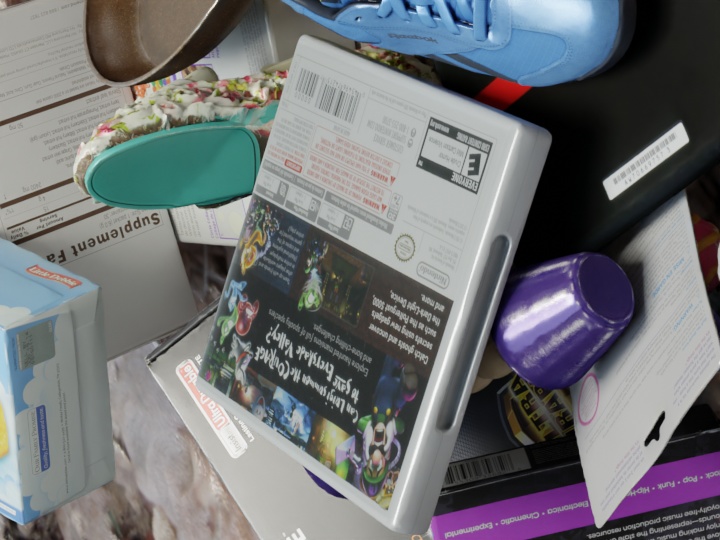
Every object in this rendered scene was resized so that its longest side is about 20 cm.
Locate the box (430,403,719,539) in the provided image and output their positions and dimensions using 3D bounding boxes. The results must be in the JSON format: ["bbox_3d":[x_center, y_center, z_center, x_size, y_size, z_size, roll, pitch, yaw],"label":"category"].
[{"bbox_3d":[0.115,0.172,1.139,0.036,0.142,0.202,-106,4,-70],"label":"box"}]

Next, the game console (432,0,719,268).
[{"bbox_3d":[0.103,-0.111,1.027,0.200,0.031,0.178,-40,66,47],"label":"game console"}]

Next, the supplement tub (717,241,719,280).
[{"bbox_3d":[0.223,0.070,0.954,0.144,0.144,0.202,11,116,49],"label":"supplement tub"}]

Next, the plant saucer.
[{"bbox_3d":[-0.080,-0.183,1.237,0.200,0.032,0.202,-37,41,41],"label":"plant saucer"}]

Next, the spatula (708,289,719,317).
[{"bbox_3d":[0.154,0.010,1.114,0.200,0.020,0.057,39,120,30],"label":"spatula"}]

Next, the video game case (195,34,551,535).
[{"bbox_3d":[0.000,0.000,1.092,0.200,0.023,0.183,29,103,56],"label":"video game case"}]

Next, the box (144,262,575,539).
[{"bbox_3d":[0.025,0.065,1.187,0.198,0.050,0.201,-37,73,7],"label":"box"}]

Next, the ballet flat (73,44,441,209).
[{"bbox_3d":[-0.053,-0.075,1.205,0.076,0.198,0.064,102,152,-46],"label":"ballet flat"}]

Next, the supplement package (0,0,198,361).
[{"bbox_3d":[-0.194,-0.044,1.355,0.121,0.119,0.202,-4,105,51],"label":"supplement package"}]

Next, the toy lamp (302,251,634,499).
[{"bbox_3d":[0.047,0.047,1.076,0.200,0.058,0.059,-36,78,47],"label":"toy lamp"}]

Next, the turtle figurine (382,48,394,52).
[{"bbox_3d":[0.021,-0.169,1.160,0.200,0.064,0.162,42,136,32],"label":"turtle figurine"}]

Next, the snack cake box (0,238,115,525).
[{"bbox_3d":[-0.219,0.040,1.276,0.199,0.067,0.116,22,125,41],"label":"snack cake box"}]

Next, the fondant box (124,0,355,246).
[{"bbox_3d":[-0.078,-0.090,1.332,0.199,0.058,0.146,4,111,50],"label":"fondant box"}]

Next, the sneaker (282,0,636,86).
[{"bbox_3d":[0.029,-0.118,1.033,0.199,0.078,0.067,20,110,45],"label":"sneaker"}]

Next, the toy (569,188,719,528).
[{"bbox_3d":[0.130,0.002,1.057,0.116,0.047,0.201,118,153,-42],"label":"toy"}]
